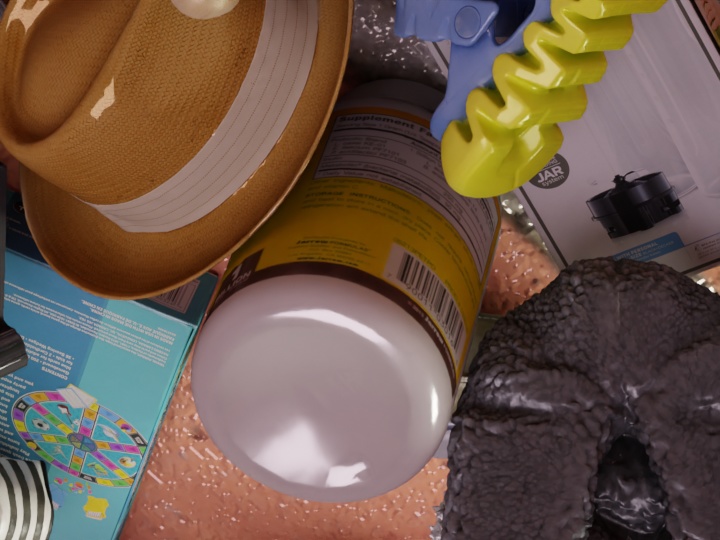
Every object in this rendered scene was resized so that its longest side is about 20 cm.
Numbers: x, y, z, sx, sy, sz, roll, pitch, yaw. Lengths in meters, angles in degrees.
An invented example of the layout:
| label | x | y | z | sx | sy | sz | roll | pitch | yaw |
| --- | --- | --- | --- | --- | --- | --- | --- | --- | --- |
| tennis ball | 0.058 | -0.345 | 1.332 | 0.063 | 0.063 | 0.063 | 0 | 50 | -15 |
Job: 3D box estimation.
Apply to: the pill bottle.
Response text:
| label | x | y | z | sx | sy | sz | roll | pitch | yaw |
| --- | --- | --- | --- | --- | --- | --- | --- | --- | --- |
| pill bottle | 0.000 | 0.000 | 1.178 | 0.109 | 0.200 | 0.110 | 6 | 124 | 9 |

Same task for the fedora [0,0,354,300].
| label | x | y | z | sx | sy | sz | roll | pitch | yaw |
| --- | --- | --- | --- | --- | --- | --- | --- | --- | --- |
| fedora | -0.094 | -0.089 | 1.150 | 0.200 | 0.202 | 0.082 | -33 | 144 | 30 |

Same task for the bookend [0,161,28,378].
| label | x | y | z | sx | sy | sz | roll | pitch | yaw |
| --- | --- | --- | --- | --- | --- | --- | --- | --- | --- |
| bookend | -0.238 | -0.068 | 1.203 | 0.200 | 0.092 | 0.200 | 35 | 133 | 33 |

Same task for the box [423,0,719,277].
| label | x | y | z | sx | sy | sz | roll | pitch | yaw |
| --- | --- | --- | --- | --- | --- | --- | --- | --- | --- |
| box | 0.102 | -0.091 | 1.179 | 0.116 | 0.060 | 0.201 | -20 | 115 | 24 |

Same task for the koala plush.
| label | x | y | z | sx | sy | sz | roll | pitch | yaw |
| --- | --- | --- | --- | --- | --- | --- | --- | --- | --- |
| koala plush | 0.112 | 0.106 | 1.196 | 0.176 | 0.185 | 0.200 | -1 | 161 | 2 |

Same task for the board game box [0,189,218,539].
| label | x | y | z | sx | sy | sz | roll | pitch | yaw |
| --- | --- | --- | --- | --- | --- | --- | --- | --- | --- |
| board game box | -0.172 | 0.061 | 1.355 | 0.150 | 0.047 | 0.201 | 23 | 125 | -1 |

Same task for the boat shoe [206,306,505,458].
| label | x | y | z | sx | sy | sz | roll | pitch | yaw |
| --- | --- | --- | --- | --- | --- | --- | --- | --- | --- |
| boat shoe | 0.019 | 0.044 | 1.279 | 0.199 | 0.072 | 0.062 | -2 | 131 | 18 |

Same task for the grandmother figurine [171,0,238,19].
| label | x | y | z | sx | sy | sz | roll | pitch | yaw |
| --- | --- | --- | --- | --- | --- | --- | --- | --- | --- |
| grandmother figurine | -0.024 | -0.166 | 1.014 | 0.061 | 0.121 | 0.200 | 43 | 158 | 4 |

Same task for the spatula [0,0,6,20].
| label | x | y | z | sx | sy | sz | roll | pitch | yaw |
| --- | --- | --- | --- | --- | --- | --- | --- | --- | --- |
| spatula | -0.180 | -0.132 | 1.246 | 0.056 | 0.021 | 0.200 | -39 | 105 | 18 |

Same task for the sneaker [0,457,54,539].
| label | x | y | z | sx | sy | sz | roll | pitch | yaw |
| --- | --- | --- | --- | --- | --- | --- | --- | --- | --- |
| sneaker | -0.227 | 0.111 | 1.327 | 0.200 | 0.076 | 0.115 | 11 | 174 | 42 |

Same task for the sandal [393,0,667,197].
| label | x | y | z | sx | sy | sz | roll | pitch | yaw |
| --- | --- | --- | --- | --- | --- | --- | --- | --- | --- |
| sandal | 0.078 | -0.126 | 1.084 | 0.200 | 0.079 | 0.087 | -49 | 66 | 22 |
